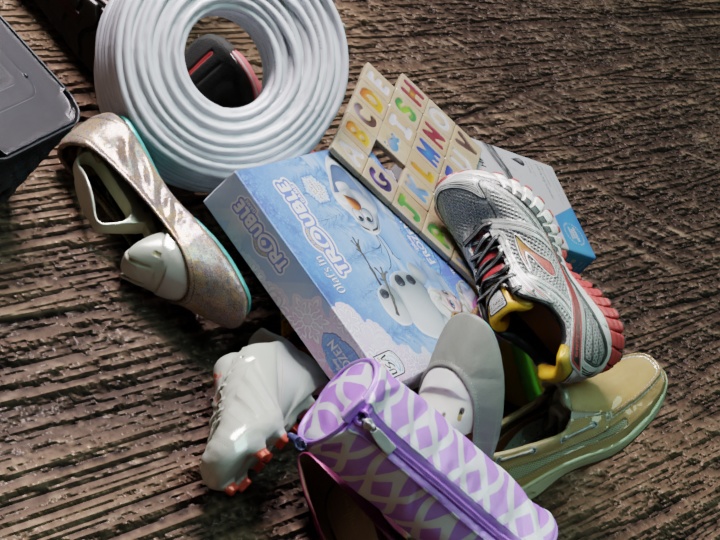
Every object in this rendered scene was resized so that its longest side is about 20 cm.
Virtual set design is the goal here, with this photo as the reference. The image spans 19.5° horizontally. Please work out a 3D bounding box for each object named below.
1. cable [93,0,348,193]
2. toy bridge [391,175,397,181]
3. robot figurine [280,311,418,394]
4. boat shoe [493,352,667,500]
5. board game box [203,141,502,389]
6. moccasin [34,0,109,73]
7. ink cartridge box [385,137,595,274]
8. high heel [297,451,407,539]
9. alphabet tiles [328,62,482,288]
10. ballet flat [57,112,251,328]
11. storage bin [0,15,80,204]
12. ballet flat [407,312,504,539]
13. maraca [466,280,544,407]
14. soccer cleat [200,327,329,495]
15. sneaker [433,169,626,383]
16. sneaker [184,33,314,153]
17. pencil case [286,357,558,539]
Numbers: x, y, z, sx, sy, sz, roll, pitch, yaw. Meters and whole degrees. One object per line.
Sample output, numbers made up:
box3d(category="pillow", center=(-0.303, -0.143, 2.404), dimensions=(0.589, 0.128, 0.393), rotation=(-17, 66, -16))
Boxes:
box3d(category="cable", center=(-0.107, -0.160, 1.633), dimensions=(0.200, 0.069, 0.200), rotation=(18, 80, -21))
box3d(category="toy bridge", center=(0.076, -0.001, 1.844), dimensions=(0.200, 0.027, 0.067), rotation=(43, 30, -4))
box3d(category="robot figurine", center=(0.010, 0.056, 1.660), dimensions=(0.200, 0.058, 0.145), rotation=(31, 33, -27))
box3d(category="boat shoe", center=(0.166, 0.116, 1.665), dimensions=(0.200, 0.076, 0.072), rotation=(-34, 45, -24))
box3d(category="board game box", center=(0.000, 0.000, 1.607), dimensions=(0.200, 0.043, 0.199), rotation=(54, 30, 9))
box3d(category="moccasin", center=(-0.217, -0.220, 1.691), dimensions=(0.201, 0.074, 0.078), rotation=(42, 41, 9))
box3d(category="ink cartridge box", center=(0.104, -0.053, 1.847), dimensions=(0.200, 0.067, 0.116), rotation=(15, 42, -43))
box3d(category="high heel", center=(0.000, 0.211, 1.451), dimensions=(0.096, 0.067, 0.200), rotation=(38, 15, -31))
box3d(category="alphabet tiles", center=(0.053, -0.089, 1.740), dimensions=(0.167, 0.008, 0.200), rotation=(42, 29, -13))
box3d(category="ballet flat", center=(-0.161, -0.029, 1.550), dimensions=(0.067, 0.068, 0.200), rotation=(-23, 66, -39))
box3d(category="storage bin", center=(-0.310, -0.136, 1.443), dimensions=(0.200, 0.094, 0.135), rotation=(49, 30, 1))
box3d(category="ballet flat", center=(0.064, 0.132, 1.530), dimensions=(0.067, 0.200, 0.064), rotation=(16, 19, 36))
box3d(category="maraca", center=(0.144, 0.067, 1.768), dimensions=(0.137, 0.107, 0.200), rotation=(-17, 93, -75))
box3d(category="soccer cleat", center=(-0.082, 0.099, 1.488), dimensions=(0.078, 0.069, 0.200), rotation=(42, 22, 1))
box3d(category="sneaker", center=(0.124, 0.003, 1.644), dimensions=(0.082, 0.078, 0.200), rotation=(-24, 69, -45))
box3d(category="sneaker", center=(-0.084, -0.104, 1.738), dimensions=(0.200, 0.074, 0.087), rotation=(60, 21, 9))
box3d(category="pencil case", center=(0.048, 0.144, 1.460), dimensions=(0.200, 0.084, 0.085), rotation=(40, -15, -19))
